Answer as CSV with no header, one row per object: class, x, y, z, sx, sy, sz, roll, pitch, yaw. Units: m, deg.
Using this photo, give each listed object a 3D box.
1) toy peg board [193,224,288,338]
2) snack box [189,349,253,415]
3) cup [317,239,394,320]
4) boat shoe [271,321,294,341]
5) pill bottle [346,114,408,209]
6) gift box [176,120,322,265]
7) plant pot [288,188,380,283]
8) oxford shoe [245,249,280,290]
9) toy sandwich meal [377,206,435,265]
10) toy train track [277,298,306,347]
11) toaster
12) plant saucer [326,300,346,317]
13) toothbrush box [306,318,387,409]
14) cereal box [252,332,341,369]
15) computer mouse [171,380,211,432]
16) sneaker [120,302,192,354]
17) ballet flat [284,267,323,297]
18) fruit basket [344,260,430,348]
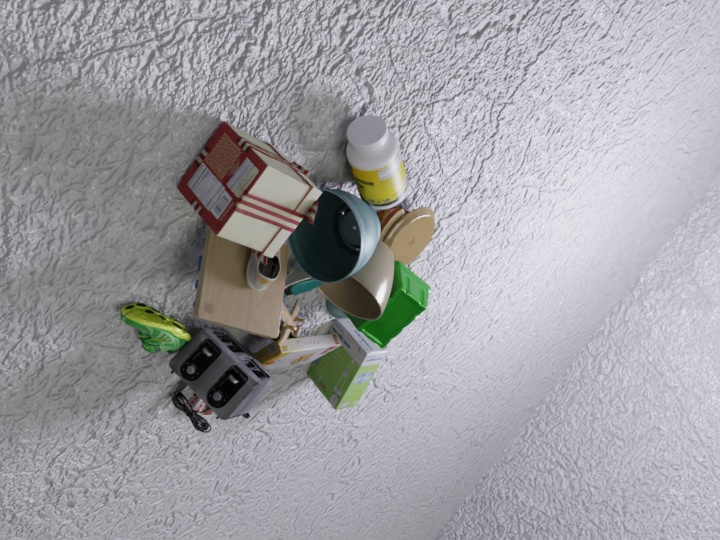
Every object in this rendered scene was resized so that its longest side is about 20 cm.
toy peg board,-0.261,0.024,1.559,0.199,0.098,0.201,21,67,-42
snack box,-0.341,0.270,1.859,0.072,0.024,0.200,19,112,-52
cup,0.000,0.000,1.808,0.143,0.200,0.201,-55,153,-26
boat shoe,-0.206,0.131,1.826,0.064,0.072,0.200,-11,158,12
pill bottle,0.033,-0.231,1.632,0.112,0.112,0.200,-37,146,-11
gift box,-0.196,-0.132,1.423,0.185,0.200,0.187,-48,149,14
plant pot,-0.040,-0.085,1.657,0.134,0.200,0.201,-20,141,-52
oxford shoe,-0.185,-0.057,1.543,0.075,0.201,0.058,22,155,-38
toy sandwich meal,0.100,-0.091,1.908,0.205,0.070,0.206,-33,148,-24
toy train track,-0.157,0.103,1.699,0.200,0.032,0.115,66,42,-61
toaster,-0.298,0.230,1.691,0.119,0.181,0.200,-47,170,1
plant saucer,0.004,0.056,1.985,0.201,0.039,0.201,-28,144,-23
toothbrush box,-0.039,0.248,2.052,0.086,0.146,0.200,-3,128,-45
cereal box,-0.164,0.199,1.859,0.200,0.040,0.144,-1,157,-46
computer mouse,-0.346,0.276,1.811,0.200,0.046,0.140,-41,111,4
sneaker,-0.422,0.130,1.572,0.084,0.074,0.200,-48,147,-1
ballet flat,-0.170,0.031,1.727,0.199,0.070,0.070,-25,144,-8
fruit basket,0.074,0.075,1.938,0.155,0.216,0.216,38,98,-24
